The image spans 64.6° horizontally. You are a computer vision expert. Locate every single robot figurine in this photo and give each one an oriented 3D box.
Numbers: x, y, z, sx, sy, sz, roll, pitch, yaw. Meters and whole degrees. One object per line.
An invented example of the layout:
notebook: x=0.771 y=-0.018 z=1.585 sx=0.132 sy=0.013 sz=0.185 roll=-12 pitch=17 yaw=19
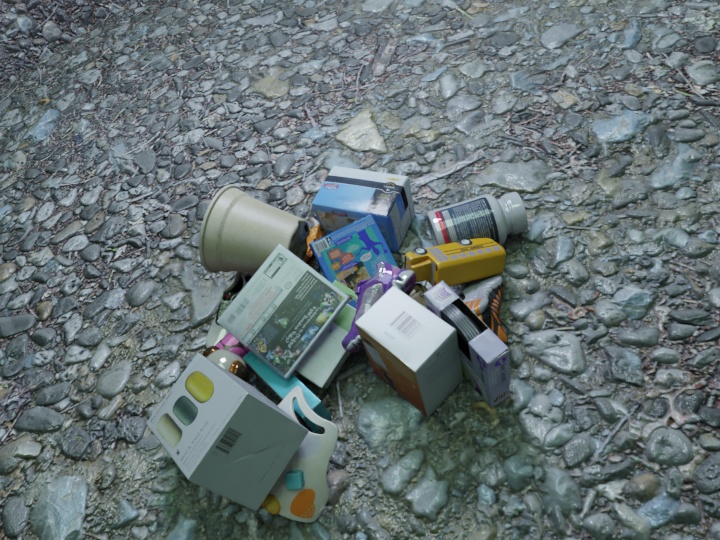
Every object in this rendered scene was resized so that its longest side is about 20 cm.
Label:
robot figurine: x=-0.141 y=-0.013 z=1.325 sx=0.145 sy=0.058 sz=0.200 roll=-13 pitch=49 yaw=28

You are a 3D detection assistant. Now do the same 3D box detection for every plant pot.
plant pot: x=-0.217 y=-0.067 z=1.238 sx=0.183 sy=0.201 sz=0.201 roll=16 pitch=59 yaw=12

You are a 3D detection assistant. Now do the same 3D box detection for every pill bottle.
pill bottle: x=0.256 y=-0.101 z=1.253 sx=0.200 sy=0.120 sz=0.120 roll=-17 pitch=51 yaw=3

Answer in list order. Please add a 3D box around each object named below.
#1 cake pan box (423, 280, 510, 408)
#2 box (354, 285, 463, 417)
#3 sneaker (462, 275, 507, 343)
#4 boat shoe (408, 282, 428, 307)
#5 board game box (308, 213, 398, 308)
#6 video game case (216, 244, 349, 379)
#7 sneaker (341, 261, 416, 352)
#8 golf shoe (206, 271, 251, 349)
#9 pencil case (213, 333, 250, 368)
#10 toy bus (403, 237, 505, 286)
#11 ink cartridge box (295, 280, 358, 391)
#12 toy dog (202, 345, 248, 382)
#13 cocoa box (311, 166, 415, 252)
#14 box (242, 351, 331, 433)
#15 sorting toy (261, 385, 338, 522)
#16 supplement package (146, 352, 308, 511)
cake pan box: x=0.197 y=0.135 z=1.039 sx=0.052 sy=0.200 sz=0.184 roll=-34 pitch=55 yaw=-11
box: x=0.094 y=0.153 z=1.053 sx=0.106 sy=0.200 sz=0.152 roll=-43 pitch=55 yaw=-18
sneaker: x=0.254 y=0.089 z=1.143 sx=0.078 sy=0.112 sz=0.200 roll=-17 pitch=14 yaw=32
boat shoe: x=0.113 y=0.063 z=1.166 sx=0.200 sy=0.065 sz=0.071 roll=11 pitch=27 yaw=-4
board game box: x=0.000 y=0.000 z=1.224 sx=0.152 sy=0.045 sz=0.200 roll=-26 pitch=90 yaw=-5
video game case: x=-0.151 y=0.078 z=1.119 sx=0.182 sy=0.023 sz=0.200 roll=37 pitch=83 yaw=11
sneaker: x=0.020 y=0.066 z=1.110 sx=0.088 sy=0.080 sz=0.200 roll=35 pitch=88 yaw=18
golf shoe: x=-0.300 y=0.094 z=1.283 sx=0.077 sy=0.088 sz=0.200 roll=10 pitch=58 yaw=21
pencil case: x=-0.226 y=0.147 z=1.227 sx=0.200 sy=0.094 sz=0.091 roll=-40 pitch=14 yaw=-14
toy bus: x=0.191 y=-0.014 z=1.169 sx=0.200 sy=0.065 sz=0.078 roll=-12 pitch=35 yaw=-20
ink cartridge box: x=-0.062 y=0.133 z=1.165 sx=0.104 sy=0.059 sz=0.200 roll=31 pitch=78 yaw=14
toy dog: x=-0.301 y=0.245 z=1.106 sx=0.139 sy=0.194 sz=0.200 roll=24 pitch=72 yaw=39
cocoa box: x=0.010 y=-0.146 z=1.347 sx=0.200 sy=0.133 sz=0.131 roll=12 pitch=58 yaw=24
box: x=-0.148 y=0.233 z=1.136 sx=0.049 sy=0.082 sz=0.200 roll=-42 pitch=55 yaw=-18
sorting toy: x=-0.123 y=0.311 z=1.014 sx=0.200 sy=0.107 sz=0.180 roll=38 pitch=100 yaw=35
supplement package: x=-0.226 y=0.263 z=0.955 sx=0.200 sy=0.151 sz=0.152 roll=18 pitch=70 yaw=51
